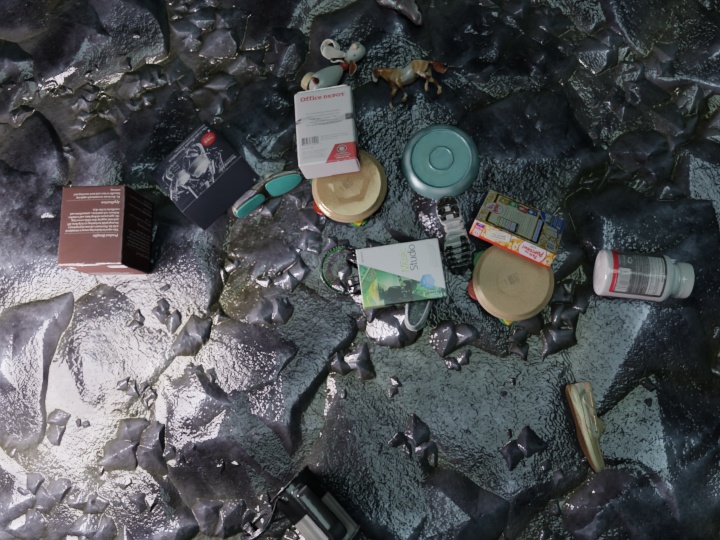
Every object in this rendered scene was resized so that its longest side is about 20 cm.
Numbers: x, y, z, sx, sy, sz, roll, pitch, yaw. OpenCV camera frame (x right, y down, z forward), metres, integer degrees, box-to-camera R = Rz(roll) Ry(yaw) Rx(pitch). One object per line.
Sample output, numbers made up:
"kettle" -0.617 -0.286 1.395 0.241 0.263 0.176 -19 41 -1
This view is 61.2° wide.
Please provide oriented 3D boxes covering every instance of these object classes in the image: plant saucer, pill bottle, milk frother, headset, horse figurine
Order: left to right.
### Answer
"milk frother" -0.136 0.581 1.369 0.200 0.181 0.188 -44 79 -5
"headset" 0.000 0.000 1.489 0.199 0.094 0.124 4 82 -11
"horse figurine" 0.131 -0.495 1.569 0.199 0.050 0.133 -19 63 11
"plant saucer" 0.203 -0.281 1.547 0.199 0.027 0.201 -1 81 5
"pill bottle" 0.656 0.014 1.415 0.199 0.111 0.111 7 82 6

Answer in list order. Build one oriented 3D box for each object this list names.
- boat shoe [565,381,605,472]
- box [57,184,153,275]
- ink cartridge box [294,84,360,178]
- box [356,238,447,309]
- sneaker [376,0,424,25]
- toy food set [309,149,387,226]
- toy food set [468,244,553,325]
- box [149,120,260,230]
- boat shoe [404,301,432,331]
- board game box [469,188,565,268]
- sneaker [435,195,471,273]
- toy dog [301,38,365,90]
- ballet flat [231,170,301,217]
"boat shoe" 0.531 0.357 1.398 0.065 0.072 0.201 -14 75 4
"box" -0.635 -0.098 1.529 0.165 0.164 0.201 0 82 5
"ink cartridge box" -0.081 -0.343 1.512 0.146 0.083 0.201 -6 74 7
"box" 0.095 0.008 1.437 0.199 0.036 0.145 -9 75 3
"sneaker" 0.094 -0.712 1.609 0.079 0.075 0.200 -38 73 13
"toy food set" -0.032 -0.215 1.548 0.200 0.049 0.198 32 86 9
"toy food set" 0.362 0.023 1.465 0.198 0.049 0.200 -37 81 -3
"box" -0.390 -0.240 1.531 0.200 0.104 0.182 -45 60 -2
"boat shoe" 0.154 0.048 1.478 0.070 0.072 0.202 14 83 7
"board game box" 0.376 -0.104 1.450 0.199 0.046 0.152 25 43 9
"sneaker" 0.230 -0.093 1.495 0.066 0.091 0.201 -12 106 12
"toy dog" -0.073 -0.523 1.574 0.131 0.096 0.201 22 84 8
"ballet flat" -0.249 -0.213 1.563 0.200 0.072 0.072 -32 80 -1
